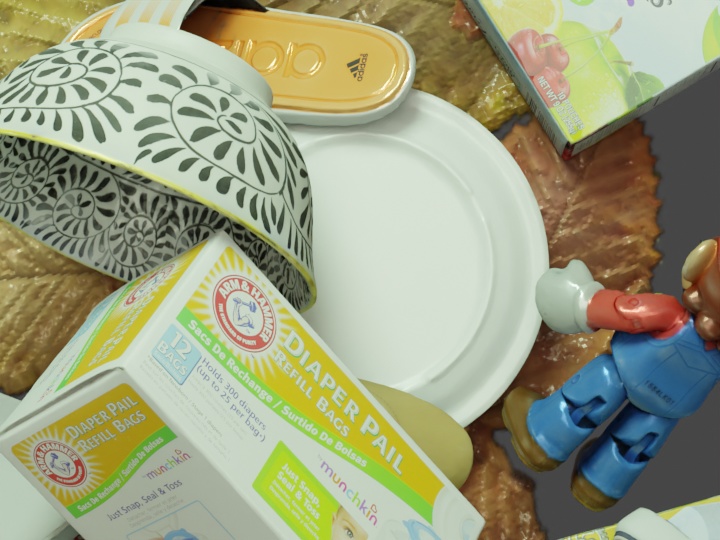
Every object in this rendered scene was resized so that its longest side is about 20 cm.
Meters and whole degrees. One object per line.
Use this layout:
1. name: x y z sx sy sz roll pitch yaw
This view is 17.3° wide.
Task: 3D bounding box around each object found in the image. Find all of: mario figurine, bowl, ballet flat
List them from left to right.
1. bowl: -0.099 -0.061 1.171 0.201 0.201 0.094 21 74 4
2. ballet flat: -0.044 0.080 1.201 0.200 0.063 0.069 12 89 13
3. mario figurine: 0.168 0.029 1.212 0.200 0.123 0.106 -44 57 24

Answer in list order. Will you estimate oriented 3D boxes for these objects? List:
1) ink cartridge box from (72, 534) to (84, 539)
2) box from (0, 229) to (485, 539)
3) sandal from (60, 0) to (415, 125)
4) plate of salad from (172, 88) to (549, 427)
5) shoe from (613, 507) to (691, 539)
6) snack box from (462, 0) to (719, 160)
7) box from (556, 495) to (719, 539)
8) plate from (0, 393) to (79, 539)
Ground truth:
1. ink cartridge box: -0.197 0.186 1.181 0.200 0.147 0.083 -21 121 -3
2. box: -0.054 0.099 1.111 0.200 0.101 0.113 48 41 -15
3. sandal: -0.073 -0.121 1.248 0.207 0.059 0.079 3 65 19
4. plate of salad: 0.000 0.000 1.258 0.200 0.048 0.200 0 85 4
5. shoe: 0.162 0.211 1.089 0.091 0.071 0.200 -38 86 -9
6. snack box: 0.119 -0.182 1.280 0.142 0.053 0.200 -31 82 -5
7. box: 0.153 0.225 1.186 0.193 0.122 0.200 -16 81 0
8. plate: -0.228 0.133 1.169 0.200 0.200 0.032 -40 126 -32
